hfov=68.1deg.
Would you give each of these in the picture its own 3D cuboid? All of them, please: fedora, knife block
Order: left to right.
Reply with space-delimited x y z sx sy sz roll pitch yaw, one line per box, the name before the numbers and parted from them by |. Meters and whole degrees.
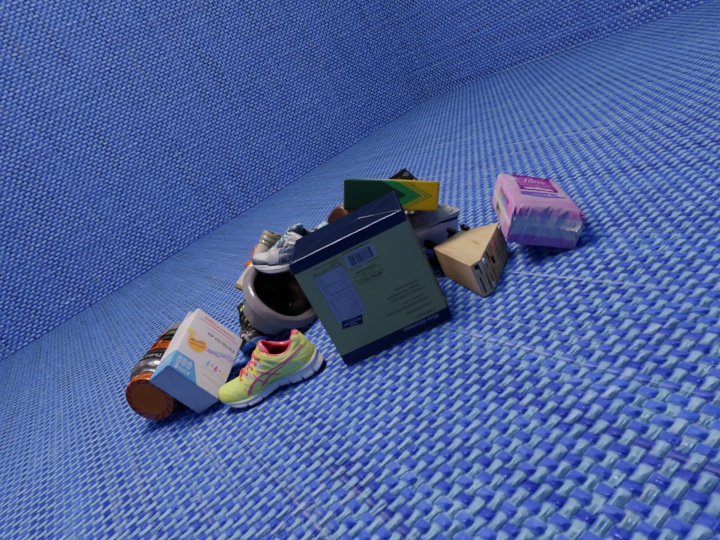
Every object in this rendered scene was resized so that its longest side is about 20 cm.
fedora | -0.177 0.067 1.142 0.090 0.176 0.200 -52 1 32
knife block | 0.173 -0.019 0.971 0.175 0.064 0.200 -15 23 35

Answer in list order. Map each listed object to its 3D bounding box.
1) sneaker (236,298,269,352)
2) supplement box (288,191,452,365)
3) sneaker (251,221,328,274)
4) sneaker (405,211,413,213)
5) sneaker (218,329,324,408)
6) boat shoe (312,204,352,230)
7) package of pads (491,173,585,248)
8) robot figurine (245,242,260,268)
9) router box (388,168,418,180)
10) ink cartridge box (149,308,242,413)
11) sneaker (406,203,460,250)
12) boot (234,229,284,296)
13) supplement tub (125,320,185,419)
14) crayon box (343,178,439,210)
sneaker | -0.245 0.114 1.175 0.070 0.083 0.200 -27 21 2
supplement box | 0.017 0.011 0.896 0.199 0.201 0.134 -25 19 8
sneaker | -0.136 -0.053 1.084 0.198 0.087 0.078 -11 22 18
sneaker | 0.107 -0.118 1.297 0.200 0.088 0.074 -45 -18 14
sneaker | -0.168 0.165 0.928 0.199 0.091 0.078 -28 20 5
boat shoe | -0.054 -0.085 1.219 0.075 0.075 0.202 -23 -8 -40
package of pads | 0.306 -0.108 0.940 0.119 0.076 0.200 9 26 2
robot figurine | -0.232 -0.031 1.473 0.199 0.117 0.144 2 54 56
router box | 0.048 -0.145 1.345 0.200 0.052 0.158 -37 -21 -23
ink cartridge box | -0.306 0.157 1.033 0.068 0.115 0.201 -38 24 27
sneaker | 0.126 -0.074 1.082 0.199 0.081 0.076 -18 35 -32
boot | -0.205 -0.007 1.254 0.156 0.072 0.200 -66 -18 -3
supplement tub | -0.383 0.200 1.083 0.122 0.123 0.200 -23 20 15
crayon box | 0.052 -0.149 1.037 0.171 0.059 0.200 0 9 -2
